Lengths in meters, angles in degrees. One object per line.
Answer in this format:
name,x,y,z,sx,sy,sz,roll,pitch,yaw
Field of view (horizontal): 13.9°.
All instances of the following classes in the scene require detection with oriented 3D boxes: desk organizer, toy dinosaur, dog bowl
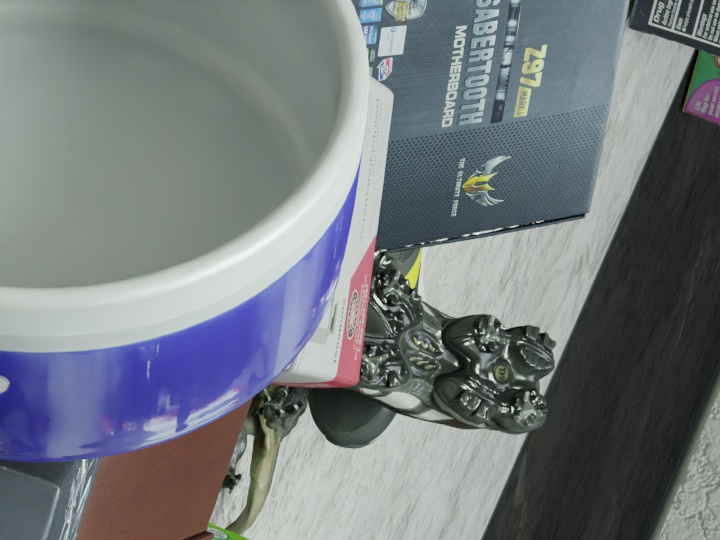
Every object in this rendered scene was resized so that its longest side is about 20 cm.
desk organizer,-0.115,0.083,1.291,0.200,0.071,0.077,-10,120,-74
toy dinosaur,-0.052,0.080,1.591,0.088,0.047,0.201,-48,159,-71
dog bowl,-0.098,-0.041,0.923,0.079,0.199,0.200,97,19,-49

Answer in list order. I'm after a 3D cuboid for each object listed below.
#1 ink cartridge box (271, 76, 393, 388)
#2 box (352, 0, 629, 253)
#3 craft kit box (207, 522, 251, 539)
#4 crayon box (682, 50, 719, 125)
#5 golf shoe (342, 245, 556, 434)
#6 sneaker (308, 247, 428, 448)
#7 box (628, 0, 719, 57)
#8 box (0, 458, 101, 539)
ink cartridge box,-0.053,-0.027,1.300,0.200,0.082,0.148,21,76,-76
box,0.052,-0.100,1.520,0.201,0.157,0.051,98,-25,-45
craft kit box,-0.039,0.259,1.574,0.049,0.197,0.201,-28,137,-73
crayon box,0.362,-0.252,2.656,0.173,0.058,0.201,-48,155,-55
golf shoe,0.003,0.037,1.549,0.094,0.199,0.078,-11,-126,59
sneaker,0.000,0.000,1.644,0.085,0.074,0.201,1,100,-69
box,0.331,-0.260,2.241,0.123,0.197,0.201,-48,155,-60
box,-0.167,0.130,1.019,0.182,0.104,0.201,-72,180,-80
